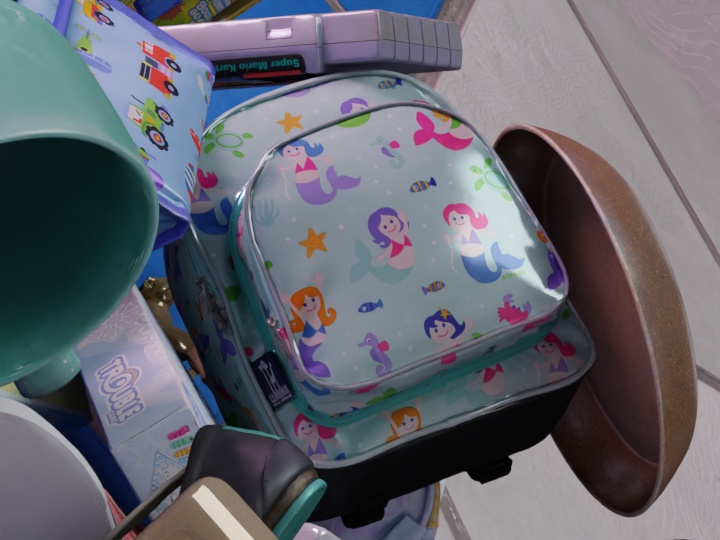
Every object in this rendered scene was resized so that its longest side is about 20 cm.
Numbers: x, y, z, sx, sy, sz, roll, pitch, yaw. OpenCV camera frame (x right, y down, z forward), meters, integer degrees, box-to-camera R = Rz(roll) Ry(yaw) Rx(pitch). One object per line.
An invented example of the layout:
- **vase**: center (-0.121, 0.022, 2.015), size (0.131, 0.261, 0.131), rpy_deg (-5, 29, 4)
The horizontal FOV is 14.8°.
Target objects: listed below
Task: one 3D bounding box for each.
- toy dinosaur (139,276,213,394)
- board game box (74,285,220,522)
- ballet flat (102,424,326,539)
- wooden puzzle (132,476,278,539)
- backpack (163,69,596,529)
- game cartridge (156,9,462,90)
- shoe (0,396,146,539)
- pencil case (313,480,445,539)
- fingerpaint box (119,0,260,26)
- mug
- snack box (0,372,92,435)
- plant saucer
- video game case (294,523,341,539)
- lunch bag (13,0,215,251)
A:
- **toy dinosaur**: center (-0.110, 0.047, 1.459), size (0.101, 0.058, 0.200), rpy_deg (37, 10, 3)
- **board game box**: center (-0.068, 0.111, 1.275), size (0.199, 0.043, 0.200), rpy_deg (62, -3, -23)
- **ballet flat**: center (-0.089, 0.148, 1.111), size (0.073, 0.200, 0.073), rpy_deg (31, 0, 0)
- **wooden puzzle**: center (-0.069, 0.209, 1.055), size (0.185, 0.200, 0.037), rpy_deg (49, -17, -9)
- **backpack**: center (0.000, 0.000, 1.340), size (0.200, 0.177, 0.151), rpy_deg (62, -21, 26)
- **game cartridge**: center (-0.061, -0.110, 1.440), size (0.130, 0.200, 0.038), rpy_deg (-15, 101, -68)
- **shoe**: center (-0.125, 0.123, 1.180), size (0.200, 0.071, 0.091), rpy_deg (60, 1, -26)
- **pencil case**: center (0.005, 0.108, 1.474), size (0.091, 0.083, 0.200), rpy_deg (30, 2, 1)
- **fingerpaint box**: center (-0.100, -0.203, 1.652), size (0.073, 0.167, 0.200), rpy_deg (55, -5, 11)
- **mug**: center (-0.176, -0.027, 1.129), size (0.152, 0.185, 0.114), rpy_deg (-9, 51, -33)
- **snack box**: center (-0.190, -0.022, 1.303), size (0.116, 0.037, 0.200), rpy_deg (25, 45, -66)
- **plant saucer**: center (0.116, 0.021, 1.354), size (0.200, 0.034, 0.201), rpy_deg (162, -90, -76)
- **video game case**: center (0.004, 0.236, 1.201), size (0.023, 0.182, 0.200), rpy_deg (3, -29, 50)
- **lunch bag**: center (-0.171, -0.098, 1.283), size (0.200, 0.094, 0.151), rpy_deg (44, 24, -23)
